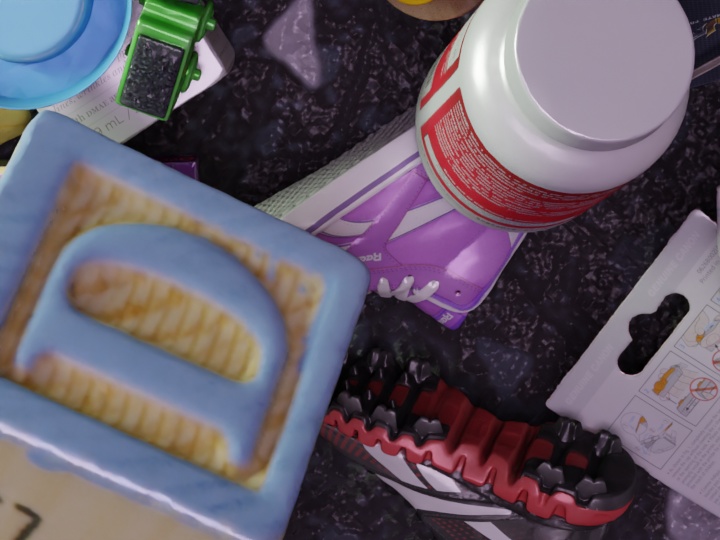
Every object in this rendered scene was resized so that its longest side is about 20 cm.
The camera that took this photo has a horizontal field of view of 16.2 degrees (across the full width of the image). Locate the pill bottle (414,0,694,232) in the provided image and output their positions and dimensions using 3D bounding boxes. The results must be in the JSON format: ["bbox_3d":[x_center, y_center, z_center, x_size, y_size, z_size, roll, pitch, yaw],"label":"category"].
[{"bbox_3d":[0.095,-0.086,1.230,0.111,0.200,0.113,1,83,-8],"label":"pill bottle"}]

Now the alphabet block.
[{"bbox_3d":[-0.130,0.081,1.253,0.194,0.197,0.200,26,136,-5],"label":"alphabet block"}]

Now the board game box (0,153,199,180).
[{"bbox_3d":[-0.144,0.038,1.394,0.119,0.032,0.201,-3,102,-2],"label":"board game box"}]

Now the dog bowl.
[{"bbox_3d":[-0.181,-0.182,1.263,0.111,0.050,0.201,-17,101,5],"label":"dog bowl"}]

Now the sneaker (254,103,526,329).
[{"bbox_3d":[0.000,0.000,1.351,0.200,0.073,0.115,-31,105,-1],"label":"sneaker"}]

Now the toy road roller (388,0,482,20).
[{"bbox_3d":[-0.021,-0.205,1.294,0.146,0.123,0.201,-30,97,21],"label":"toy road roller"}]

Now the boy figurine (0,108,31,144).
[{"bbox_3d":[-0.274,-0.108,1.347,0.199,0.064,0.125,26,99,-1],"label":"boy figurine"}]

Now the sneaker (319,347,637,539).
[{"bbox_3d":[0.048,0.111,1.379,0.199,0.071,0.098,21,125,11],"label":"sneaker"}]

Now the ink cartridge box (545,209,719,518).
[{"bbox_3d":[0.224,0.064,1.354,0.199,0.050,0.163,33,126,-2],"label":"ink cartridge box"}]

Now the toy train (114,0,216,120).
[{"bbox_3d":[-0.080,-0.164,1.236,0.041,0.056,0.201,19,120,0],"label":"toy train"}]

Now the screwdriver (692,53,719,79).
[{"bbox_3d":[0.179,-0.102,1.295,0.029,0.028,0.200,39,138,-16],"label":"screwdriver"}]

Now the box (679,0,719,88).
[{"bbox_3d":[0.227,-0.163,1.275,0.199,0.158,0.051,-16,69,5],"label":"box"}]

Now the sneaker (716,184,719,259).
[{"bbox_3d":[0.272,-0.037,1.243,0.199,0.075,0.089,-17,98,4],"label":"sneaker"}]

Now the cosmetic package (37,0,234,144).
[{"bbox_3d":[-0.159,-0.166,1.327,0.101,0.074,0.201,-33,101,8],"label":"cosmetic package"}]
